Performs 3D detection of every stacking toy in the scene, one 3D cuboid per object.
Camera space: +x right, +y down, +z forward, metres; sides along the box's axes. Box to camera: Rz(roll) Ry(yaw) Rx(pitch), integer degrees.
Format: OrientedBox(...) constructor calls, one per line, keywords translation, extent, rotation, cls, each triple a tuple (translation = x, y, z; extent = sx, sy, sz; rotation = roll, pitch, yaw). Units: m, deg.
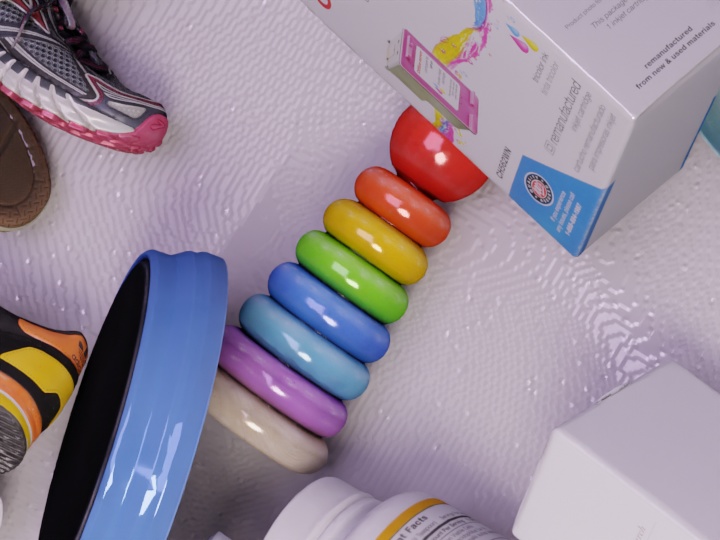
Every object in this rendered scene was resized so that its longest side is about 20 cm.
OrientedBox(translation=(0.000, 0.000, 1.464), extent=(0.085, 0.085, 0.200), rotation=(37, 92, 24), cls="stacking toy")

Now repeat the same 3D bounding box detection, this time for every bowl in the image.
OrientedBox(translation=(-0.115, 0.083, 1.436), extent=(0.039, 0.201, 0.201), rotation=(17, 87, -12), cls="bowl")

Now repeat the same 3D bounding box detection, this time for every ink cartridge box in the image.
OrientedBox(translation=(0.070, -0.125, 1.391), extent=(0.085, 0.145, 0.200), rotation=(-39, 74, -23), cls="ink cartridge box")

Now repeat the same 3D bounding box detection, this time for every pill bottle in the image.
OrientedBox(translation=(0.048, 0.177, 1.392), extent=(0.200, 0.109, 0.109), rotation=(29, 93, 25), cls="pill bottle")

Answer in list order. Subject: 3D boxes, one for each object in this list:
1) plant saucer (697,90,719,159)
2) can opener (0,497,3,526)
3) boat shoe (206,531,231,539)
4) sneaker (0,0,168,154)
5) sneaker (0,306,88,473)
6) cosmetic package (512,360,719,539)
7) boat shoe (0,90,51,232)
OrientedBox(translation=(0.245, -0.122, 1.406), extent=(0.200, 0.027, 0.200), rotation=(-4, 79, 23), cls="plant saucer")
OrientedBox(translation=(-0.248, 0.064, 1.556), extent=(0.200, 0.067, 0.053), rotation=(59, 145, 21), cls="can opener")
OrientedBox(translation=(-0.090, 0.203, 1.443), extent=(0.062, 0.072, 0.200), rotation=(37, 134, 7), cls="boat shoe")
OrientedBox(translation=(-0.173, -0.132, 1.556), extent=(0.200, 0.081, 0.075), rotation=(41, 96, 24), cls="sneaker")
OrientedBox(translation=(-0.233, 0.035, 1.521), extent=(0.200, 0.070, 0.090), rotation=(21, 47, 24), cls="sneaker")
OrientedBox(translation=(0.179, 0.136, 1.340), extent=(0.200, 0.102, 0.074), rotation=(37, 128, 26), cls="cosmetic package")
OrientedBox(translation=(-0.247, -0.090, 1.591), extent=(0.200, 0.076, 0.072), rotation=(45, 64, 7), cls="boat shoe")
